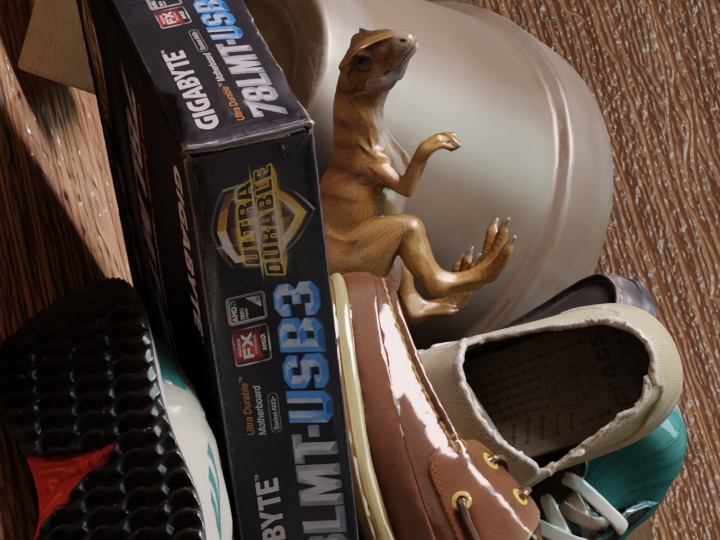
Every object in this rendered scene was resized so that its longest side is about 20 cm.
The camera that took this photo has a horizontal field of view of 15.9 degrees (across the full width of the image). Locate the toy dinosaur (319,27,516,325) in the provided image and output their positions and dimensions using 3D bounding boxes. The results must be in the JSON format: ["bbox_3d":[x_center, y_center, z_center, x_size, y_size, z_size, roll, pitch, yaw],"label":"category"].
[{"bbox_3d":[0.000,0.000,1.057,0.060,0.106,0.201,-149,-109,-72],"label":"toy dinosaur"}]

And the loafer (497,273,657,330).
[{"bbox_3d":[0.042,0.068,1.107,0.072,0.200,0.073,33,22,-31],"label":"loafer"}]

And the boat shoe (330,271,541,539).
[{"bbox_3d":[0.030,0.094,0.916,0.072,0.067,0.201,107,-31,-72],"label":"boat shoe"}]

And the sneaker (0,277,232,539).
[{"bbox_3d":[-0.062,0.094,0.796,0.093,0.070,0.200,55,13,-39],"label":"sneaker"}]

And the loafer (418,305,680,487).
[{"bbox_3d":[0.032,0.062,0.989,0.076,0.200,0.068,61,-9,13],"label":"loafer"}]

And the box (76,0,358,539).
[{"bbox_3d":[-0.053,-0.012,0.908,0.199,0.050,0.200,-116,-165,-53],"label":"box"}]

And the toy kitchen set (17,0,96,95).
[{"bbox_3d":[-0.136,-0.204,1.048,0.163,0.180,0.201,-66,175,-74],"label":"toy kitchen set"}]

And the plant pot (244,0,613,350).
[{"bbox_3d":[-0.014,-0.050,1.148,0.173,0.200,0.200,30,37,-50],"label":"plant pot"}]

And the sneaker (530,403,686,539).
[{"bbox_3d":[0.058,0.128,1.055,0.071,0.200,0.080,43,14,-18],"label":"sneaker"}]
